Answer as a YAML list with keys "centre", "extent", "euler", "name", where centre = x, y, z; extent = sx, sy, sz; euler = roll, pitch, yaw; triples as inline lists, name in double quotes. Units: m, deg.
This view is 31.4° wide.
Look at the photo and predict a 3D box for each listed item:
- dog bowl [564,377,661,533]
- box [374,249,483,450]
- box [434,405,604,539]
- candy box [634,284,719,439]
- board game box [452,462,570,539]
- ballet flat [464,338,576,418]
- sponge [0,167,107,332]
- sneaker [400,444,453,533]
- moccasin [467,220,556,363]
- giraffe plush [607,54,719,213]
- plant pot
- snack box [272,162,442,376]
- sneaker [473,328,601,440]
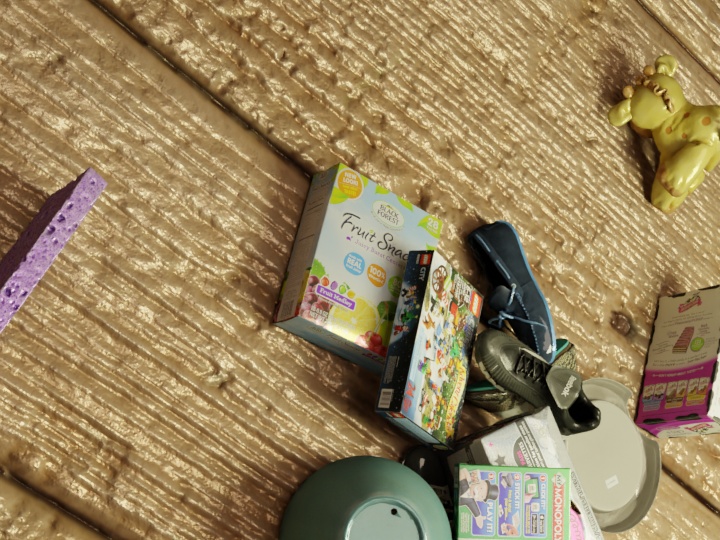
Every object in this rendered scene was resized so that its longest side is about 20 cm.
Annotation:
- centre: [0.309, 0.247, 1.695]
  extent: [0.198, 0.058, 0.203]
  euler: [8, 75, -32]
  name: "dog bowl"
- centre: [0.085, 0.096, 1.519]
  extent: [0.136, 0.037, 0.203]
  euler: [39, 58, -49]
  name: "box"
- centre: [0.193, 0.285, 1.544]
  extent: [0.114, 0.132, 0.202]
  euler: [-20, 84, -28]
  name: "box"
- centre: [0.467, 0.127, 1.783]
  extent: [0.061, 0.136, 0.202]
  euler: [28, 65, -27]
  name: "candy box"
- centre: [0.170, 0.323, 1.445]
  extent: [0.132, 0.029, 0.203]
  euler: [4, 80, -8]
  name: "board game box"
- centre: [0.215, 0.154, 1.653]
  extent: [0.199, 0.067, 0.076]
  euler: [-23, 103, -39]
  name: "ballet flat"
- centre: [-0.335, -0.009, 1.282]
  extent: [0.030, 0.111, 0.201]
  euler: [42, 59, -20]
  name: "sponge"
- centre: [0.096, 0.306, 1.520]
  extent: [0.073, 0.088, 0.203]
  euler: [1, 77, -32]
  name: "sneaker"
- centre: [0.189, 0.035, 1.654]
  extent: [0.067, 0.081, 0.202]
  euler: [-10, 62, -22]
  name: "moccasin"
- centre: [0.448, -0.210, 1.852]
  extent: [0.162, 0.201, 0.172]
  euler: [41, 58, 15]
  name: "giraffe plush"
- centre: [0.014, 0.298, 1.394]
  extent: [0.197, 0.135, 0.203]
  euler: [2, 76, -9]
  name: "plant pot"
- centre: [0.000, 0.000, 1.536]
  extent: [0.167, 0.067, 0.203]
  euler: [26, 64, -29]
  name: "snack box"
- centre: [0.224, 0.135, 1.560]
  extent: [0.200, 0.090, 0.067]
  euler: [43, 62, -23]
  name: "sneaker"
